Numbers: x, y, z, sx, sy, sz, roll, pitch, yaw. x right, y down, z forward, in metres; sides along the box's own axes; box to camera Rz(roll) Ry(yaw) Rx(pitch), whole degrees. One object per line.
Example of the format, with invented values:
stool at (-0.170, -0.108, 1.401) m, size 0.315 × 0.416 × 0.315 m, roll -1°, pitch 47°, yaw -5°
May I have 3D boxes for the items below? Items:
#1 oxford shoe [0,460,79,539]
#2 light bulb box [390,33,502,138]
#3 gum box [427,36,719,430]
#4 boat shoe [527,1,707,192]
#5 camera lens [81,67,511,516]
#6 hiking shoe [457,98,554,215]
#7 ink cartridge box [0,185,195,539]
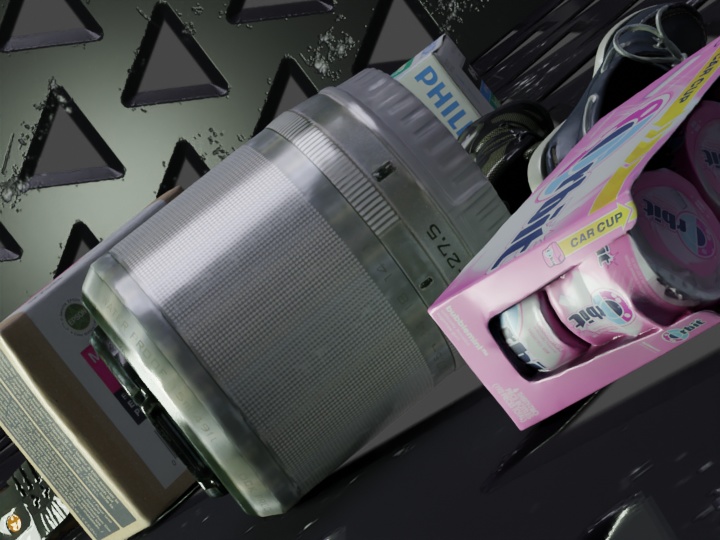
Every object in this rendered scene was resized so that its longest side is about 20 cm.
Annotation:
oxford shoe at (-0.264, 0.199, 1.372) m, size 0.199 × 0.073 × 0.084 m, roll -32°, pitch -8°, yaw 32°
light bulb box at (0.025, -0.077, 1.394) m, size 0.200 × 0.125 × 0.198 m, roll -38°, pitch 6°, yaw 11°
gum box at (0.122, -0.024, 0.724) m, size 0.113 × 0.066 × 0.200 m, roll -34°, pitch 8°, yaw 43°
boat shoe at (0.166, -0.105, 1.023) m, size 0.062 × 0.075 × 0.200 m, roll -33°, pitch 9°, yaw 49°
camera lens at (-0.030, 0.013, 0.888) m, size 0.200 × 0.160 × 0.160 m, roll -39°, pitch 6°, yaw -8°
hiking shoe at (0.103, -0.052, 1.081) m, size 0.100 × 0.076 × 0.200 m, roll -23°, pitch 23°, yaw 35°
ink cartridge box at (-0.150, 0.063, 1.190) m, size 0.075 × 0.165 × 0.200 m, roll -31°, pitch 10°, yaw 48°
